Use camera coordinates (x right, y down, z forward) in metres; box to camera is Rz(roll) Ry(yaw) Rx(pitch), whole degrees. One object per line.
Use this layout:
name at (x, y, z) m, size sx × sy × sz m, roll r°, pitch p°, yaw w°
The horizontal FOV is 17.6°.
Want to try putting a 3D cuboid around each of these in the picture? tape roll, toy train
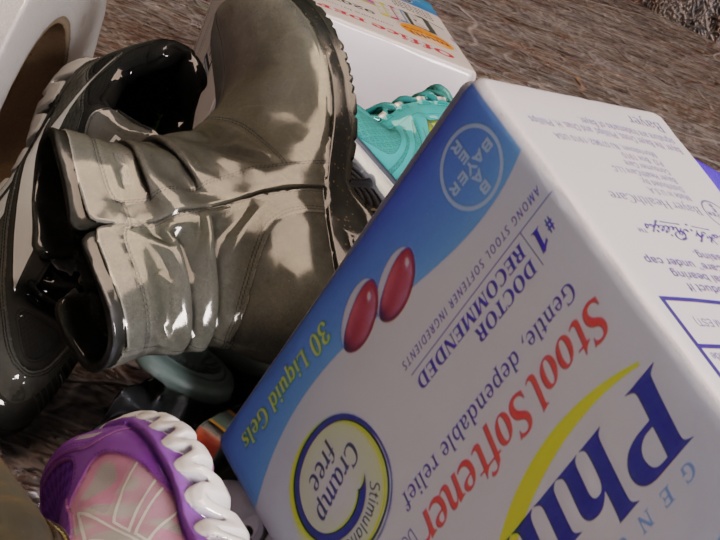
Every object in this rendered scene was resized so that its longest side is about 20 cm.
tape roll at (-0.165, -0.069, 1.029) m, size 0.037 × 0.204 × 0.203 m, roll 21°, pitch 14°, yaw 3°
toy train at (-0.039, 0.071, 0.955) m, size 0.114 × 0.086 × 0.200 m, roll 34°, pitch 17°, yaw 12°

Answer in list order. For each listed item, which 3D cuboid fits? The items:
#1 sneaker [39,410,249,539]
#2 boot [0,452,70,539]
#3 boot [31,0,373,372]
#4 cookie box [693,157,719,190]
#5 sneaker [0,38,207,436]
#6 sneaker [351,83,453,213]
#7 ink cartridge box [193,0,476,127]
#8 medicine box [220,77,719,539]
sneaker at (-0.082, 0.108, 0.776) m, size 0.088 × 0.081 × 0.200 m, roll -8°, pitch 22°, yaw -22°
boot at (-0.151, 0.056, 0.741) m, size 0.074 × 0.097 × 0.200 m, roll -28°, pitch 20°, yaw -18°
boot at (-0.067, -0.045, 0.918) m, size 0.130 × 0.068 × 0.201 m, roll 7°, pitch 48°, yaw -26°
cookie box at (0.208, 0.064, 1.116) m, size 0.199 × 0.075 × 0.172 m, roll 27°, pitch 45°, yaw -24°
sneaker at (-0.117, -0.024, 0.978) m, size 0.066 × 0.201 × 0.090 m, roll 38°, pitch -38°, yaw -24°
sneaker at (0.022, -0.059, 1.181) m, size 0.077 × 0.080 × 0.200 m, roll 17°, pitch -7°, yaw 42°
ink cartridge box at (-0.030, -0.107, 1.475) m, size 0.146 × 0.145 × 0.200 m, roll 19°, pitch 15°, yaw -13°
medicine box at (0.071, 0.070, 0.800) m, size 0.103 × 0.183 × 0.200 m, roll 7°, pitch 38°, yaw -43°
